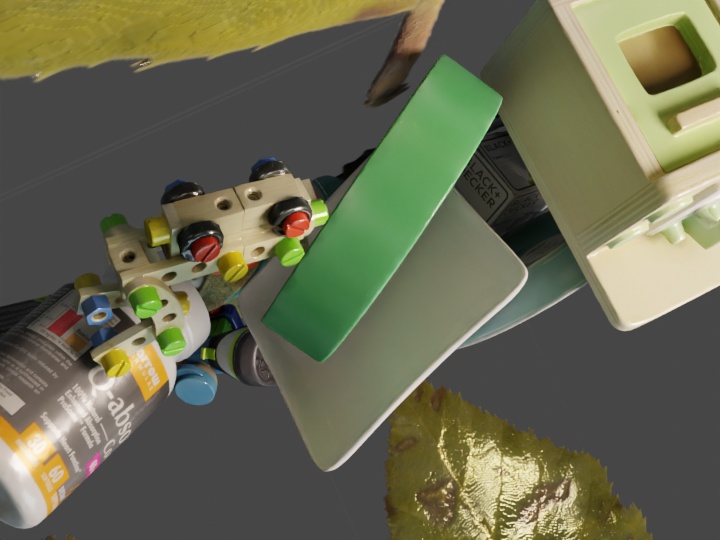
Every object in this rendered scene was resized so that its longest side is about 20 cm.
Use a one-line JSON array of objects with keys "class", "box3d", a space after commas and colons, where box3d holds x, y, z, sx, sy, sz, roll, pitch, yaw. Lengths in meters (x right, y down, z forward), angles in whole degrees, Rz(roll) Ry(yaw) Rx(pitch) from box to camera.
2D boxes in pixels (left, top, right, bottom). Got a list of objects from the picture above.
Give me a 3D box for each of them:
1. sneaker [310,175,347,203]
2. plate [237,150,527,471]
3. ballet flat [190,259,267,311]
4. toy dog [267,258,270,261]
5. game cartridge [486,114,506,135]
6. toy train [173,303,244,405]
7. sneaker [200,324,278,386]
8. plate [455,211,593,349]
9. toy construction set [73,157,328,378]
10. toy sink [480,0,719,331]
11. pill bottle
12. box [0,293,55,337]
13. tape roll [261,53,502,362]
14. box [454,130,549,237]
[{"class": "sneaker", "box3d": [0.012, -0.050, 0.885, 0.080, 0.072, 0.200, -33, 160, 6]}, {"class": "plate", "box3d": [0.011, 0.018, 0.721, 0.200, 0.200, 0.032, -45, 135, 11]}, {"class": "ballet flat", "box3d": [-0.145, 0.003, 0.855, 0.070, 0.071, 0.200, -22, 173, -36]}, {"class": "toy dog", "box3d": [-0.091, 0.014, 0.964, 0.096, 0.132, 0.200, -51, -175, -41]}, {"class": "game cartridge", "box3d": [0.110, -0.128, 0.834, 0.198, 0.041, 0.133, -25, 173, 3]}, {"class": "toy train", "box3d": [-0.230, 0.099, 1.058, 0.198, 0.085, 0.116, -9, -144, 16]}, {"class": "sneaker", "box3d": [-0.070, 0.074, 0.947, 0.082, 0.073, 0.199, 3, 176, 40]}, {"class": "plate", "box3d": [0.122, -0.006, 0.737, 0.199, 0.026, 0.200, -32, -171, 5]}, {"class": "toy construction set", "box3d": [-0.096, -0.012, 0.661, 0.199, 0.092, 0.132, -31, 156, -30]}, {"class": "toy sink", "box3d": [0.191, -0.084, 0.620, 0.129, 0.202, 0.112, -22, 170, -22]}, {"class": "pill bottle", "box3d": [-0.209, 0.079, 0.715, 0.200, 0.117, 0.116, -46, -170, -35]}, {"class": "box", "box3d": [-0.263, 0.077, 0.796, 0.200, 0.035, 0.111, -19, 132, -60]}, {"class": "tape roll", "box3d": [0.012, -0.038, 0.611, 0.201, 0.048, 0.200, -56, -178, 3]}, {"class": "box", "box3d": [0.092, -0.034, 0.847, 0.116, 0.060, 0.200, -19, 155, -46]}]
